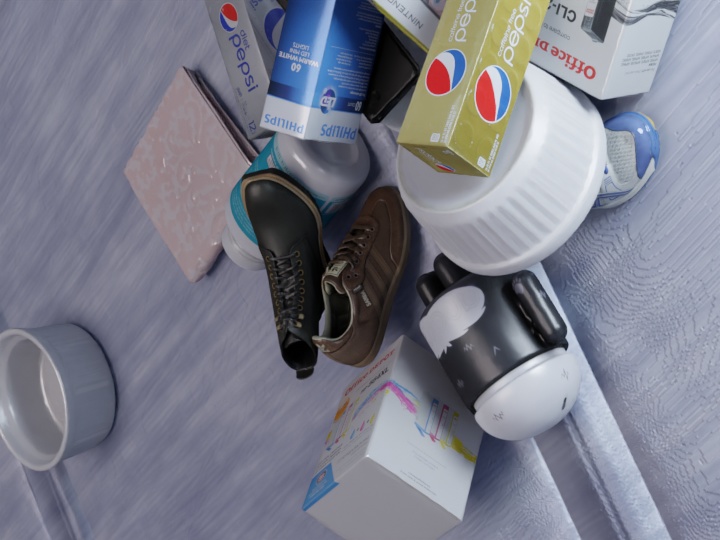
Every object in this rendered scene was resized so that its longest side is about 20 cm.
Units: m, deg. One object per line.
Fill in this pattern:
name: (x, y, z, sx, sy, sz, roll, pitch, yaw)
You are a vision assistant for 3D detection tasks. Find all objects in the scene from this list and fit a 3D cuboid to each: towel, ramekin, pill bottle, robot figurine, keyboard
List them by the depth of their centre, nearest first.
ramekin: (0.122, -0.105, 1.416, 0.201, 0.094, 0.205, -21, 55, 33)
robot figurine: (0.139, 0.071, 1.535, 0.124, 0.150, 0.201, -31, 73, 1)
keyboard: (-0.020, -0.239, 1.594, 0.104, 0.040, 0.201, -43, 67, 18)
pill bottle: (-0.082, -0.084, 1.723, 0.200, 0.110, 0.112, -47, 68, 40)
towel: (-0.206, -0.119, 1.895, 0.192, 0.032, 0.200, 55, 132, 21)
ramekin: (-0.431, 0.171, 2.147, 0.199, 0.097, 0.203, 14, 109, 43)

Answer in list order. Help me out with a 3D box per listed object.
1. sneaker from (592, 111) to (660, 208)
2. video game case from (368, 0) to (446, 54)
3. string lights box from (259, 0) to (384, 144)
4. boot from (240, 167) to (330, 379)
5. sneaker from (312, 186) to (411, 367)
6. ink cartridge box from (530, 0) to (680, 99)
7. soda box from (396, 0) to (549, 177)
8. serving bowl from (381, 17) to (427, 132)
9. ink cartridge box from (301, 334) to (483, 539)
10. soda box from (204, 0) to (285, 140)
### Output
sneaker: (0.198, -0.082, 1.460, 0.200, 0.088, 0.076, -37, 73, 42)
video game case: (0.076, -0.323, 1.410, 0.201, 0.180, 0.026, -50, 31, 5)
string lights box: (-0.029, -0.231, 1.511, 0.058, 0.102, 0.203, 19, 100, 28)
boot: (-0.076, 0.004, 1.632, 0.076, 0.139, 0.201, -12, 134, 18)
sneaker: (0.000, 0.000, 1.643, 0.070, 0.075, 0.203, -2, 74, 47)
ink cartridge box: (0.218, -0.276, 1.393, 0.144, 0.083, 0.202, 35, 124, 35)
soda box: (0.105, -0.189, 1.357, 0.064, 0.067, 0.202, 8, 75, 44)
serving bowl: (0.071, -0.242, 1.562, 0.199, 0.065, 0.203, 13, 108, 43)
ink cartridge box: (0.043, 0.181, 1.607, 0.125, 0.201, 0.129, 34, 132, -14)
soda box: (-0.116, -0.257, 1.747, 0.068, 0.063, 0.202, -23, 83, 46)
